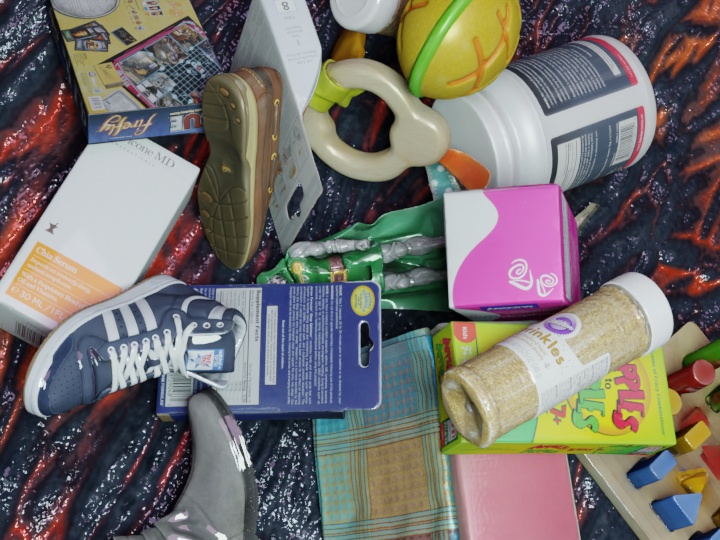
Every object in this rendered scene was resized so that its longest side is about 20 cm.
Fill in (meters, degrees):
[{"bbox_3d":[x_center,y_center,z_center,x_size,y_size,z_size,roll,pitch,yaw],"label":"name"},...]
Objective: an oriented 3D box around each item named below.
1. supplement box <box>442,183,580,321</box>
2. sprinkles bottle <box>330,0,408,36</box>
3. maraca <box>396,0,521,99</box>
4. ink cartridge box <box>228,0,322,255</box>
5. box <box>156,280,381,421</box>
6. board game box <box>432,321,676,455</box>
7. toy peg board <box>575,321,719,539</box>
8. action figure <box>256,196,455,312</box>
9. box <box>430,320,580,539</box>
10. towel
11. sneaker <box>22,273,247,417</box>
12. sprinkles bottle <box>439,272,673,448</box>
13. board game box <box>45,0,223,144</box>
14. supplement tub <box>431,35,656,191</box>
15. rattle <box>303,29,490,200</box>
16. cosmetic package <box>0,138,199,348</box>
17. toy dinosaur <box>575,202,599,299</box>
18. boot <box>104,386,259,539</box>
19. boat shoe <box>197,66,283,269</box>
[{"bbox_3d":[0.141,-0.009,1.094,0.100,0.200,0.105,-4,81,14],"label":"supplement box"},{"bbox_3d":[0.059,-0.262,1.213,0.199,0.068,0.069,-1,68,-48],"label":"sprinkles bottle"},{"bbox_3d":[0.099,-0.226,1.132,0.107,0.138,0.200,39,33,6],"label":"maraca"},{"bbox_3d":[-0.064,-0.139,1.127,0.056,0.163,0.202,-17,75,-21],"label":"ink cartridge box"},{"bbox_3d":[-0.079,0.072,1.084,0.197,0.032,0.123,-1,69,4],"label":"box"},{"bbox_3d":[0.164,0.101,1.034,0.197,0.048,0.103,3,69,-18],"label":"board game box"},{"bbox_3d":[0.340,0.171,1.179,0.198,0.098,0.201,-35,83,-26],"label":"toy peg board"},{"bbox_3d":[0.000,0.000,1.144,0.197,0.055,0.120,-8,105,-8],"label":"action figure"},{"bbox_3d":[0.110,0.159,1.092,0.108,0.128,0.203,0,70,-18],"label":"box"},{"bbox_3d":[0.016,0.162,1.062,0.022,0.146,0.203,16,62,-49],"label":"towel"},{"bbox_3d":[-0.172,0.070,0.986,0.108,0.071,0.200,22,33,22],"label":"sneaker"},{"bbox_3d":[0.160,0.070,0.979,0.199,0.068,0.069,-26,80,-25],"label":"sprinkles bottle"},{"bbox_3d":[-0.207,-0.199,1.129,0.134,0.035,0.201,-9,47,-20],"label":"board game box"},{"bbox_3d":[0.183,-0.146,1.222,0.198,0.140,0.142,-21,77,-24],"label":"supplement tub"},{"bbox_3d":[0.046,-0.149,1.205,0.198,0.132,0.143,19,22,6],"label":"rattle"},{"bbox_3d":[-0.234,-0.023,1.081,0.101,0.071,0.201,28,64,-6],"label":"cosmetic package"},{"bbox_3d":[0.192,0.011,1.222,0.087,0.047,0.202,18,64,-18],"label":"toy dinosaur"},{"bbox_3d":[-0.150,0.207,1.003,0.130,0.070,0.203,-13,89,-22],"label":"boot"},{"bbox_3d":[-0.099,-0.090,1.090,0.067,0.202,0.072,-27,49,-37],"label":"boat shoe"}]
